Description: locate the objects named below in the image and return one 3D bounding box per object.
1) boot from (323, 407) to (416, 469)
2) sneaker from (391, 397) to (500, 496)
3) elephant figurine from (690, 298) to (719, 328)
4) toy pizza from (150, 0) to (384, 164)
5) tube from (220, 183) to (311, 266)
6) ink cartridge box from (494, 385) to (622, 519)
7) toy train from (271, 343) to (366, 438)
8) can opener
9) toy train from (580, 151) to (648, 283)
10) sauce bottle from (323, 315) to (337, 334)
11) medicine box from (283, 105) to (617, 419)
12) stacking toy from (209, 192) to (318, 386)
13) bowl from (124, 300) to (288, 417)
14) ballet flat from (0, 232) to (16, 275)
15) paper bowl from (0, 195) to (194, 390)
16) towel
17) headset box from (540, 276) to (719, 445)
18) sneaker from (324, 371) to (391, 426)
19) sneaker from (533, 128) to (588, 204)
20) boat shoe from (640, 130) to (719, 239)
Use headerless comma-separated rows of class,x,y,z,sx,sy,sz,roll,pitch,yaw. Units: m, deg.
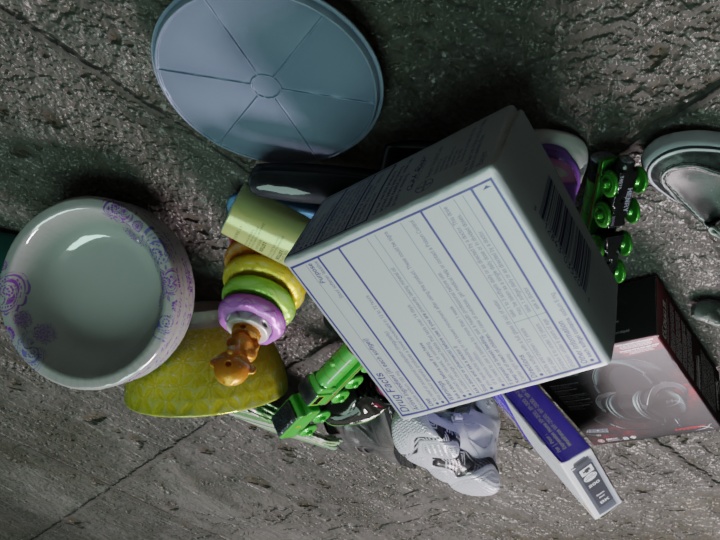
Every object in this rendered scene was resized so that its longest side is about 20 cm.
boot,0.006,0.202,1.070,0.130,0.070,0.201,7,136,21
sneaker,0.109,0.188,0.969,0.075,0.116,0.200,-17,135,35
elephant figurine,0.395,0.091,0.682,0.140,0.202,0.156,19,142,-4
toy pizza,-0.077,-0.166,0.667,0.197,0.032,0.201,7,147,4
tube,-0.033,-0.013,0.740,0.198,0.052,0.058,28,-175,-10
ink cartridge box,0.181,0.148,0.841,0.043,0.198,0.200,-39,135,1
toy train,-0.035,0.127,0.901,0.056,0.042,0.200,3,137,-45
can opener,-0.003,-0.079,0.717,0.197,0.063,0.080,1,100,3
toy train,0.210,-0.015,0.705,0.041,0.057,0.202,-9,124,-15
sauce bottle,0.000,0.000,0.824,0.064,0.065,0.201,17,142,-1
medicine box,0.075,0.003,0.633,0.198,0.103,0.183,-22,115,33
stacking toy,-0.101,0.030,0.784,0.114,0.202,0.110,10,142,6
bowl,-0.187,0.096,0.954,0.197,0.200,0.109,1,97,19
ballet flat,-0.385,0.004,0.964,0.197,0.069,0.068,11,145,8
paper bowl,-0.280,0.024,0.866,0.198,0.203,0.104,11,-179,6
towel,-0.134,0.195,1.063,0.151,0.024,0.200,4,158,40
headset box,0.273,0.097,0.835,0.148,0.078,0.200,-17,133,35
sneaker,0.028,0.129,0.933,0.199,0.078,0.084,-29,163,24
sneaker,0.150,-0.029,0.716,0.079,0.089,0.201,9,143,6
boat shoe,0.321,-0.047,0.647,0.198,0.069,0.074,26,141,-11
